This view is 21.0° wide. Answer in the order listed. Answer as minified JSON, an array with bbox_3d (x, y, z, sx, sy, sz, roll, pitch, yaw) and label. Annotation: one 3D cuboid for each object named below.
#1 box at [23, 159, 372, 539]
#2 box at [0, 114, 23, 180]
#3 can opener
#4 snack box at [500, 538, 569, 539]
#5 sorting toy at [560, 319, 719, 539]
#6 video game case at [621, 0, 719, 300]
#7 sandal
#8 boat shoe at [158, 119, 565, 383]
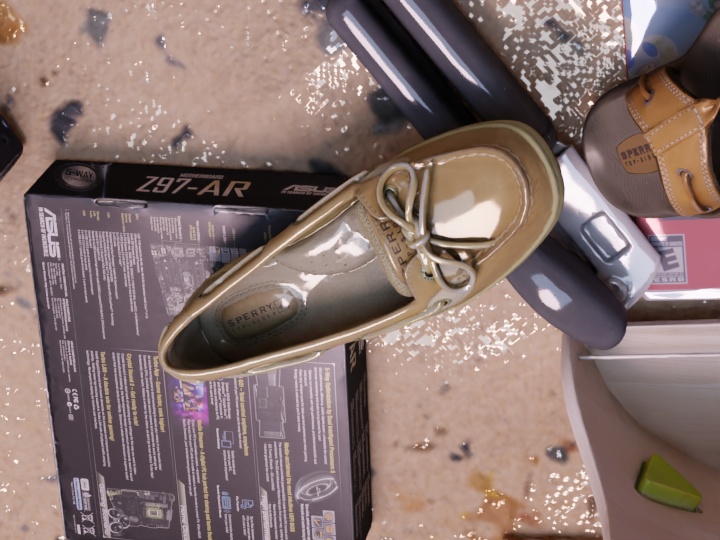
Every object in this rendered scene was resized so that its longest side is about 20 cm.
[{"bbox_3d":[-0.077,0.049,0.970,0.158,0.044,0.202,3,117,12],"label":"box"},{"bbox_3d":[-0.284,-0.084,0.921,0.147,0.105,0.201,-29,107,25],"label":"box"},{"bbox_3d":[0.060,-0.052,0.870,0.053,0.067,0.200,-36,102,22],"label":"can opener"},{"bbox_3d":[0.168,0.172,0.982,0.198,0.024,0.073,-1,117,14],"label":"snack box"},{"bbox_3d":[0.182,0.098,0.852,0.198,0.180,0.108,-2,116,15],"label":"sorting toy"},{"bbox_3d":[0.188,-0.080,0.855,0.141,0.017,0.202,-1,115,15],"label":"video game case"},{"bbox_3d":[0.129,-0.058,0.784,0.054,0.200,0.082,-22,92,-20],"label":"sandal"},{"bbox_3d":[-0.002,-0.002,0.854,0.199,0.063,0.074,-23,95,29],"label":"boat shoe"}]
